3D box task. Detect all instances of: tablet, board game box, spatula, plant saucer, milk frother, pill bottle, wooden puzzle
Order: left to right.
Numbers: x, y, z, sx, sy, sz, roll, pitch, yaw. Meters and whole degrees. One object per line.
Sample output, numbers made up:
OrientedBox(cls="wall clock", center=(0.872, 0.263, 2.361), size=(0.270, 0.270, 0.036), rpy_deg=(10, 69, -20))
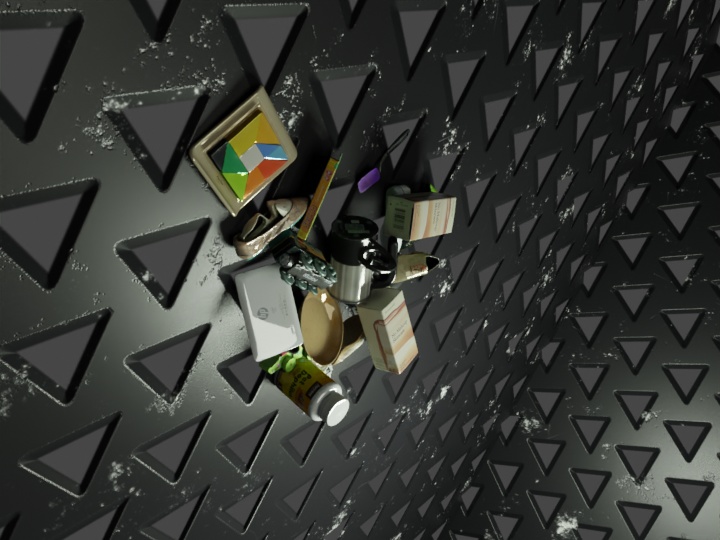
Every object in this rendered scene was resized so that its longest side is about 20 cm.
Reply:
OrientedBox(cls="wooden puzzle", center=(-0.216, -0.226, 1.185), size=(0.200, 0.037, 0.186), rpy_deg=(-49, 144, -15))
OrientedBox(cls="tablet", center=(-0.203, 0.090, 1.372), size=(0.129, 0.014, 0.203), rpy_deg=(-18, 101, -32))
OrientedBox(cls="pill bottle", center=(-0.123, 0.308, 1.564), size=(0.109, 0.199, 0.110), rpy_deg=(-31, 137, -34))
OrientedBox(cls="plant saucer", center=(-0.108, 0.140, 1.539), size=(0.200, 0.035, 0.203), rpy_deg=(22, 65, -59))
OrientedBox(cls="board game box", center=(-0.089, -0.169, 1.352), size=(0.202, 0.030, 0.096), rpy_deg=(-63, -173, 9))
OrientedBox(cls="milk frother", center=(0.000, 0.000, 1.472), size=(0.201, 0.178, 0.190), rpy_deg=(-68, 166, -56))
OrientedBox(cls="spatula", center=(0.061, -0.276, 1.508), size=(0.201, 0.020, 0.057), rpy_deg=(-54, 158, -11))

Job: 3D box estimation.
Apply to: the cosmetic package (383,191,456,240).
OrientedBox(cls="cosmetic package", center=(0.155, -0.142, 1.568), size=(0.199, 0.087, 0.105), rpy_deg=(-16, 116, -50))

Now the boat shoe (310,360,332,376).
OrientedBox(cls="boat shoe", center=(-0.104, 0.262, 1.667), size=(0.073, 0.065, 0.202), rpy_deg=(-31, 139, -33))

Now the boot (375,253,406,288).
OrientedBox(cls="boot", center=(0.068, 0.000, 1.692), size=(0.154, 0.073, 0.204), rpy_deg=(-52, 143, -19))

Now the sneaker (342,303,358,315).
OrientedBox(cls="sneaker", center=(0.016, 0.100, 1.662), size=(0.070, 0.108, 0.200), rpy_deg=(-51, 145, -11))

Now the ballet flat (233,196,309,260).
OrientedBox(cls="ballet flat", center=(-0.189, -0.105, 1.289), size=(0.200, 0.068, 0.068), rpy_deg=(-47, 137, -20))

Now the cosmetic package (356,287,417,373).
OrientedBox(cls="cosmetic package", center=(0.073, 0.155, 1.593), size=(0.103, 0.087, 0.202), rpy_deg=(-42, 126, -39))

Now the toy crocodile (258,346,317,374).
OrientedBox(cls="toy crocodile", center=(-0.172, 0.200, 1.541), size=(0.199, 0.067, 0.062), rpy_deg=(-25, 130, -42))

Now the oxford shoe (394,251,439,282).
OrientedBox(cls="oxford shoe", center=(0.142, -0.013, 1.666), size=(0.199, 0.074, 0.071), rpy_deg=(-27, 114, -46))

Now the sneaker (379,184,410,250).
OrientedBox(cls="sneaker", center=(0.103, -0.131, 1.626), size=(0.070, 0.073, 0.202), rpy_deg=(-19, 129, -38))

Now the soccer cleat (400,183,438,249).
OrientedBox(cls="soccer cleat", center=(0.147, -0.151, 1.684), size=(0.201, 0.067, 0.081), rpy_deg=(-57, 136, -13))

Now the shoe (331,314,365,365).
OrientedBox(cls="shoe", center=(-0.032, 0.186, 1.674), size=(0.053, 0.070, 0.200), rpy_deg=(-7, 146, -49))

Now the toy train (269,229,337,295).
OrientedBox(cls="toy train", center=(-0.128, -0.019, 1.388), size=(0.085, 0.115, 0.200), rpy_deg=(-33, 152, 16))

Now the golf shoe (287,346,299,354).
OrientedBox(cls="golf shoe", center=(-0.180, 0.115, 1.440), size=(0.078, 0.097, 0.202), rpy_deg=(-35, 138, -26))
